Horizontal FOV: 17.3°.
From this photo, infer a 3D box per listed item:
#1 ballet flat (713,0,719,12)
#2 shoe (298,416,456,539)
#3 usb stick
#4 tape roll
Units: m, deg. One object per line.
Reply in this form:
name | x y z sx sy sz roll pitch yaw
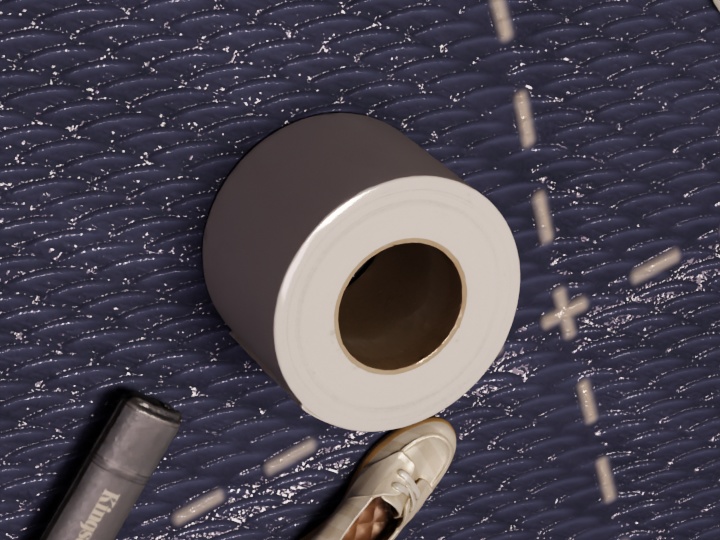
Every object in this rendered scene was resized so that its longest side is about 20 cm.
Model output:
ballet flat | 0.299 -0.252 1.836 0.069 0.069 0.200 -35 125 -9
shoe | 0.010 0.202 1.903 0.200 0.053 0.070 -46 126 -1
usb stick | -0.202 0.182 1.784 0.055 0.033 0.201 25 100 -36
tape roll | 0.000 0.000 1.750 0.202 0.139 0.204 -12 118 -24
